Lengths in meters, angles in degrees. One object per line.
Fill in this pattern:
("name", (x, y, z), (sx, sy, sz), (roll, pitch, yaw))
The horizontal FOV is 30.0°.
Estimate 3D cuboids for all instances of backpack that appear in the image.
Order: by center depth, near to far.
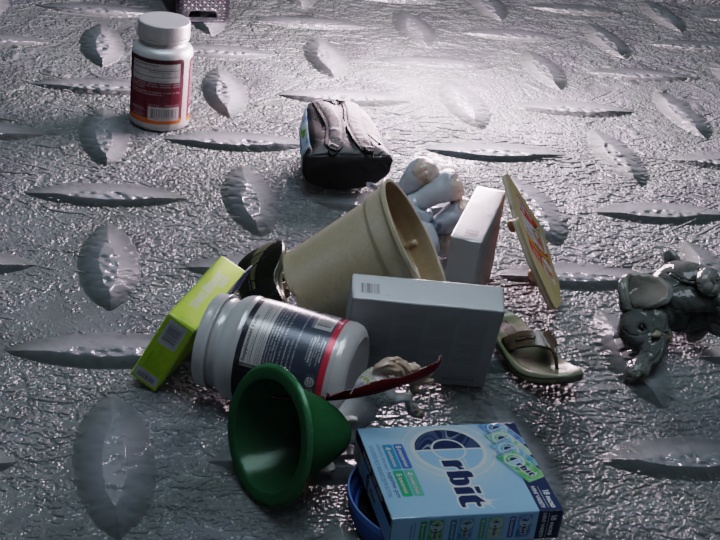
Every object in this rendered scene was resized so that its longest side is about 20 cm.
("backpack", (-0.042, -0.228, 2.396), (0.163, 0.154, 0.200), (-3, 51, -14))

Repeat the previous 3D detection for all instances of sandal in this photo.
("sandal", (0.236, 0.102, 1.893), (0.080, 0.057, 0.201), (-8, 31, -28))
("sandal", (-0.136, 0.035, 1.946), (0.080, 0.057, 0.201), (-20, 43, 14))

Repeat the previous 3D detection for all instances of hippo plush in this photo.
("hippo plush", (0.072, -0.084, 2.111), (0.200, 0.159, 0.161), (17, 28, 16))

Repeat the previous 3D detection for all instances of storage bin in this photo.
("storage bin", (-0.390, -0.661, 3.160), (0.135, 0.094, 0.200), (-3, 30, -19))

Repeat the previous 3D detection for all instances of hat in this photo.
("hat", (-0.032, 0.187, 1.577), (0.176, 0.166, 0.200), (-1, -3, -37))

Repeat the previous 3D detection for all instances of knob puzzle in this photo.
("knob puzzle", (0.262, -0.023, 2.061), (0.030, 0.220, 0.220), (-21, 23, 15))

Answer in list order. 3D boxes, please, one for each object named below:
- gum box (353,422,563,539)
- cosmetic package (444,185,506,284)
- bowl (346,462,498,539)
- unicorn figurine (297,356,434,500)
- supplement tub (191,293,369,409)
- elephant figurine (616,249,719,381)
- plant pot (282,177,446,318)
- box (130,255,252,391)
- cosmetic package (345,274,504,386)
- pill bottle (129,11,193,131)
("gum box", (0.108, 0.243, 1.538), (0.200, 0.045, 0.170), (-1, 29, -15))
("cosmetic package", (0.168, -0.020, 2.023), (0.052, 0.151, 0.200), (11, 27, 12))
("bowl", (0.082, 0.274, 1.562), (0.200, 0.039, 0.201), (6, 27, -3))
("unicorn figurine", (0.000, 0.184, 1.635), (0.137, 0.200, 0.074), (20, 8, -44))
("supplement tub", (-0.100, 0.112, 1.713), (0.200, 0.140, 0.140), (14, 28, 13))
("elephant figurine", (0.430, 0.064, 1.974), (0.200, 0.142, 0.155), (-19, 6, -16))
("plant pot", (0.000, 0.000, 1.880), (0.183, 0.201, 0.200), (-26, 24, 14))
("box", (-0.223, 0.063, 1.791), (0.048, 0.122, 0.200), (36, 31, -1))
("cosmetic package", (0.079, 0.082, 1.789), (0.200, 0.151, 0.052), (6, 42, -5))
("pill bottle", (-0.370, -0.371, 2.496), (0.114, 0.200, 0.114), (6, 27, -3))
